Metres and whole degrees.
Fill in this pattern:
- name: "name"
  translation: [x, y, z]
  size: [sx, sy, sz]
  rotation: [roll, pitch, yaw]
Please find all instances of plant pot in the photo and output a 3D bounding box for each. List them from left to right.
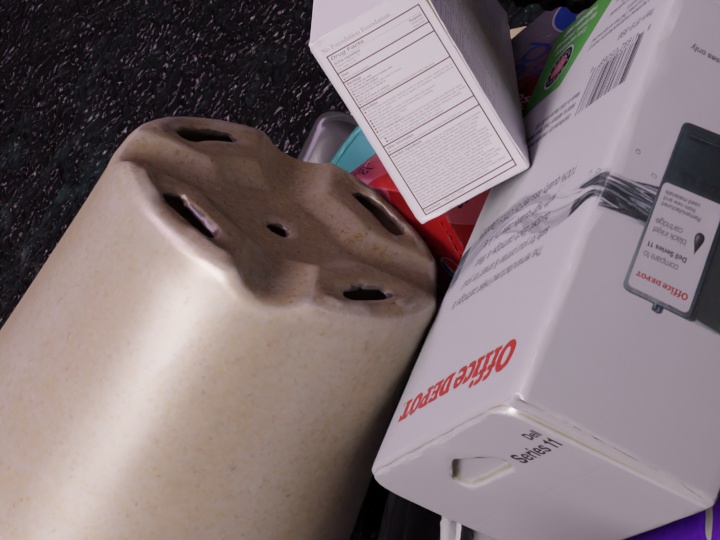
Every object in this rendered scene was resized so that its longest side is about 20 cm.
- name: "plant pot"
  translation: [-0.065, 0.051, 1.033]
  size: [0.184, 0.200, 0.200]
  rotation: [-62, 29, 25]

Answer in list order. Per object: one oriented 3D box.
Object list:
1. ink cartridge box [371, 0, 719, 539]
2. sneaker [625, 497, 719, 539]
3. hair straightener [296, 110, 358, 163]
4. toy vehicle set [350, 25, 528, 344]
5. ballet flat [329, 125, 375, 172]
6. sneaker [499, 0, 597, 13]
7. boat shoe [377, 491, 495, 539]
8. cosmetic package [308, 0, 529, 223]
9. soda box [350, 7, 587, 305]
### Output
- name: "ink cartridge box"
  translation: [0.095, -0.007, 0.951]
  size: [0.200, 0.083, 0.147]
  rotation: [-66, 11, -20]
- name: "sneaker"
  translation: [0.076, 0.151, 0.965]
  size: [0.070, 0.100, 0.200]
  rotation: [17, 77, 54]
- name: "hair straightener"
  translation: [-0.051, 0.015, 1.227]
  size: [0.200, 0.041, 0.077]
  rotation: [-57, -1, 0]
- name: "toy vehicle set"
  translation: [0.023, -0.015, 1.247]
  size: [0.124, 0.027, 0.200]
  rotation: [-8, 57, 50]
- name: "ballet flat"
  translation: [0.000, 0.000, 1.170]
  size: [0.068, 0.068, 0.200]
  rotation: [37, 97, 23]
- name: "sneaker"
  translation: [0.137, -0.148, 1.051]
  size: [0.079, 0.200, 0.096]
  rotation: [116, 163, -59]
- name: "boat shoe"
  translation: [0.021, 0.162, 1.059]
  size: [0.072, 0.069, 0.200]
  rotation: [-8, 56, 50]
- name: "cosmetic package"
  translation: [0.021, -0.094, 1.042]
  size: [0.051, 0.083, 0.200]
  rotation: [-27, 18, 11]
- name: "soda box"
  translation: [0.092, -0.066, 1.098]
  size: [0.200, 0.063, 0.070]
  rotation: [-41, 27, -23]
